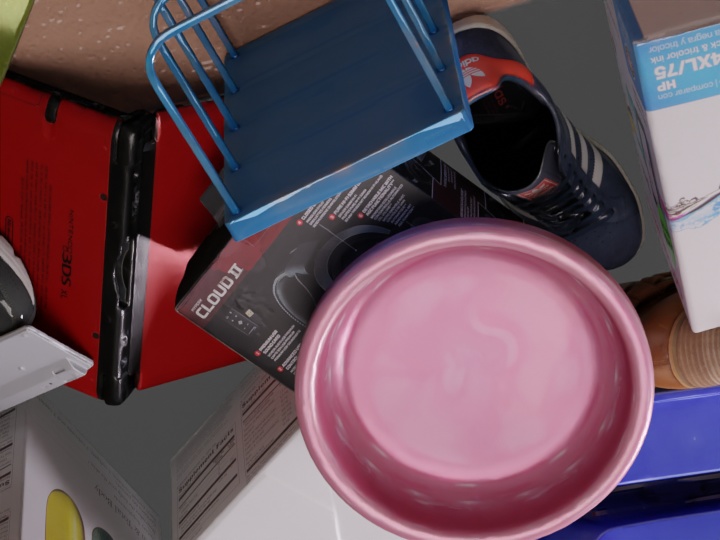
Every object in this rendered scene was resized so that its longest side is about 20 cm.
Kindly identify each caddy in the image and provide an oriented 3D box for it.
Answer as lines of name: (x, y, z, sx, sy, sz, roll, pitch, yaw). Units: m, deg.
caddy: (0.196, 0.137, 1.396, 0.199, 0.105, 0.142, -6, 88, -14)

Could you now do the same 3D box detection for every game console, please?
game console: (-0.142, -0.033, 1.363, 0.171, 0.119, 0.201, 20, 125, 19)

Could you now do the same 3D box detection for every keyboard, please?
keyboard: (-0.254, 0.077, 1.385, 0.199, 0.011, 0.056, -23, 134, 34)

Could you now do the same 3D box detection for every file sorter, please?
file sorter: (-0.035, -0.139, 1.195, 0.138, 0.200, 0.123, -24, 119, 11)

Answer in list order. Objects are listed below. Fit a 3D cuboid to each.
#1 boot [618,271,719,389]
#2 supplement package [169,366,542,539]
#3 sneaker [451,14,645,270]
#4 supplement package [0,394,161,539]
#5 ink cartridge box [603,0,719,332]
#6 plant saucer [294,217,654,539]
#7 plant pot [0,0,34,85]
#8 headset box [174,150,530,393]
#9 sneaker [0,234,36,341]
boot: (0.218, 0.027, 1.392, 0.155, 0.200, 0.077, -4, 110, 38)
supplement package: (0.000, 0.152, 1.444, 0.199, 0.111, 0.156, 32, 116, -23)
sneaker: (0.107, -0.057, 1.330, 0.075, 0.085, 0.200, -34, 121, 17)
supplement package: (-0.225, 0.212, 1.408, 0.150, 0.200, 0.152, -30, 122, 15)
ink cartridge box: (0.229, -0.098, 1.277, 0.145, 0.147, 0.201, -15, 123, 4)
plant saucer: (0.063, 0.059, 1.250, 0.199, 0.051, 0.202, 1, 113, 1)
plant pot: (-0.277, -0.160, 1.181, 0.189, 0.200, 0.201, 22, 120, -4)
headset box: (0.000, 0.000, 1.294, 0.199, 0.077, 0.149, 35, 110, -11)
sneaker: (-0.286, -0.007, 1.311, 0.199, 0.085, 0.074, 33, 130, -13)
